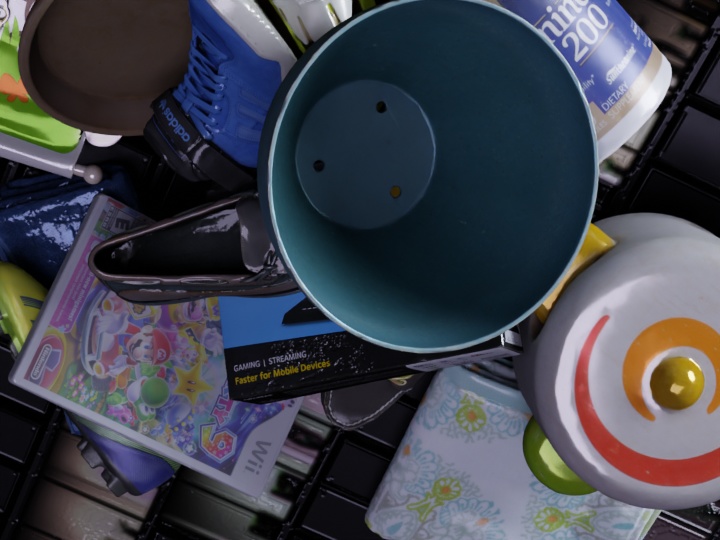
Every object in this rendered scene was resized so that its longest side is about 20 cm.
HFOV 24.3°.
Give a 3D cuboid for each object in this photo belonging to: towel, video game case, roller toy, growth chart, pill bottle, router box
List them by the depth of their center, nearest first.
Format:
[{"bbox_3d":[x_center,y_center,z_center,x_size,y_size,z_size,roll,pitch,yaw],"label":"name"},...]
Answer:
[{"bbox_3d":[0.094,-0.162,1.055,0.111,0.111,0.200,-39,106,22],"label":"pill bottle"},{"bbox_3d":[0.198,0.058,1.116,0.181,0.140,0.201,-6,101,-2],"label":"roller toy"},{"bbox_3d":[0.000,0.000,1.123,0.199,0.051,0.150,-13,77,21],"label":"router box"},{"bbox_3d":[-0.223,-0.164,1.130,0.144,0.018,0.201,9,107,2],"label":"growth chart"},{"bbox_3d":[-0.127,0.055,1.172,0.199,0.018,0.144,29,78,-22],"label":"video game case"},{"bbox_3d":[-0.190,0.025,1.215,0.111,0.049,0.201,-12,114,11],"label":"towel"},{"bbox_3d":[0.123,0.161,1.247,0.199,0.048,0.172,22,116,-4],"label":"towel"}]

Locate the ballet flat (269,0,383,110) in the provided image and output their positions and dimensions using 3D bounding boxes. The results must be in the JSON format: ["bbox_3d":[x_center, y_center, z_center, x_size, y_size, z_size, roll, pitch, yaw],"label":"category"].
[{"bbox_3d":[-0.020,-0.160,1.038,0.066,0.067,0.200,-12,153,11],"label":"ballet flat"}]

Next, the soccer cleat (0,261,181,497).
[{"bbox_3d":[-0.192,0.068,1.187,0.084,0.065,0.201,-36,106,-10],"label":"soccer cleat"}]

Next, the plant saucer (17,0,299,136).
[{"bbox_3d":[-0.124,-0.160,1.070,0.199,0.030,0.200,-17,152,-10],"label":"plant saucer"}]

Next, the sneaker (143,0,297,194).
[{"bbox_3d":[-0.093,-0.113,1.061,0.111,0.200,0.077,-35,68,1],"label":"sneaker"}]

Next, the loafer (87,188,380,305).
[{"bbox_3d":[-0.082,-0.016,1.090,0.199,0.063,0.072,-14,80,15],"label":"loafer"}]

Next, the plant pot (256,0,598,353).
[{"bbox_3d":[0.022,-0.063,0.994,0.199,0.135,0.202,-3,100,-19],"label":"plant pot"}]

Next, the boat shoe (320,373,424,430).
[{"bbox_3d":[0.028,0.042,1.191,0.071,0.061,0.202,29,116,-9],"label":"boat shoe"}]
